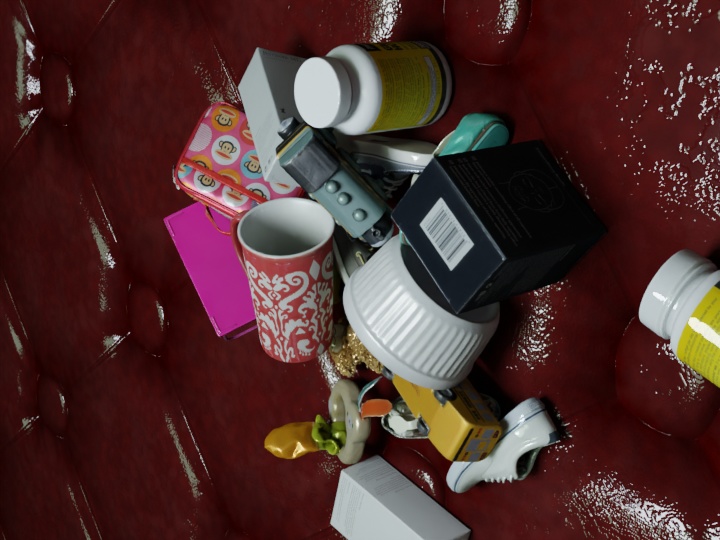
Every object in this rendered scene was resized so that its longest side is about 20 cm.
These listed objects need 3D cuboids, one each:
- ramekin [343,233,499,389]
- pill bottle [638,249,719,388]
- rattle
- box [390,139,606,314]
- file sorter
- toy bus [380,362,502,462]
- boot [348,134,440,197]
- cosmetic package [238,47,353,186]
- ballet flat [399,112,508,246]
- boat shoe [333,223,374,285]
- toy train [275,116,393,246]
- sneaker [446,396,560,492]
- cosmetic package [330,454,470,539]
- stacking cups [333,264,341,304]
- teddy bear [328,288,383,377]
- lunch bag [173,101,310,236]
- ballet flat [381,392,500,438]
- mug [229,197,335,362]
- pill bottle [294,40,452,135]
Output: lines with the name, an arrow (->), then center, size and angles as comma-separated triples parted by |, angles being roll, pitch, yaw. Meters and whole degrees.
ramekin -> 0.086, 0.041, 1.381 | 0.201, 0.199, 0.105 | 53, 123, 23
pill bottle -> 0.395, 0.069, 1.112 | 0.200, 0.114, 0.115 | 39, 125, 33
rattle -> -0.049, 0.213, 1.571 | 0.200, 0.141, 0.132 | 138, 144, -72
box -> 0.163, -0.056, 1.264 | 0.149, 0.199, 0.107 | 57, 135, 21
file sorter -> -0.196, -0.008, 1.684 | 0.202, 0.138, 0.126 | 63, 173, 10
toy bus -> 0.101, 0.159, 1.417 | 0.201, 0.078, 0.066 | 56, 129, 45
boot -> 0.041, -0.132, 1.476 | 0.199, 0.072, 0.092 | 19, 115, 53
cosmetic package -> -0.094, -0.214, 1.520 | 0.081, 0.112, 0.202 | -55, 41, 40
ballet flat -> 0.107, -0.117, 1.361 | 0.201, 0.067, 0.070 | -51, 41, -2
boat shoe -> 0.001, 0.002, 1.505 | 0.072, 0.060, 0.203 | 70, 178, -58
toy train -> -0.032, -0.112, 1.386 | 0.085, 0.114, 0.200 | -39, 113, 11
sneaker -> 0.184, 0.249, 1.412 | 0.071, 0.072, 0.200 | 58, 134, 23
cosmetic package -> 0.055, 0.376, 1.573 | 0.199, 0.084, 0.109 | 34, 124, 35
stacking cups -> -0.045, -0.054, 1.600 | 0.060, 0.060, 0.203 | 21, 110, 41
teddy bear -> 0.014, 0.083, 1.556 | 0.199, 0.066, 0.147 | -5, 94, 47
lunch bag -> -0.171, -0.137, 1.596 | 0.198, 0.082, 0.178 | 26, 82, 9
ballet flat -> 0.103, 0.208, 1.492 | 0.199, 0.072, 0.073 | -10, 93, 47
mug -> -0.101, 0.006, 1.518 | 0.178, 0.132, 0.202 | -116, 18, -50
pill bottle -> 0.016, -0.234, 1.376 | 0.112, 0.199, 0.114 | 14, 110, 43
